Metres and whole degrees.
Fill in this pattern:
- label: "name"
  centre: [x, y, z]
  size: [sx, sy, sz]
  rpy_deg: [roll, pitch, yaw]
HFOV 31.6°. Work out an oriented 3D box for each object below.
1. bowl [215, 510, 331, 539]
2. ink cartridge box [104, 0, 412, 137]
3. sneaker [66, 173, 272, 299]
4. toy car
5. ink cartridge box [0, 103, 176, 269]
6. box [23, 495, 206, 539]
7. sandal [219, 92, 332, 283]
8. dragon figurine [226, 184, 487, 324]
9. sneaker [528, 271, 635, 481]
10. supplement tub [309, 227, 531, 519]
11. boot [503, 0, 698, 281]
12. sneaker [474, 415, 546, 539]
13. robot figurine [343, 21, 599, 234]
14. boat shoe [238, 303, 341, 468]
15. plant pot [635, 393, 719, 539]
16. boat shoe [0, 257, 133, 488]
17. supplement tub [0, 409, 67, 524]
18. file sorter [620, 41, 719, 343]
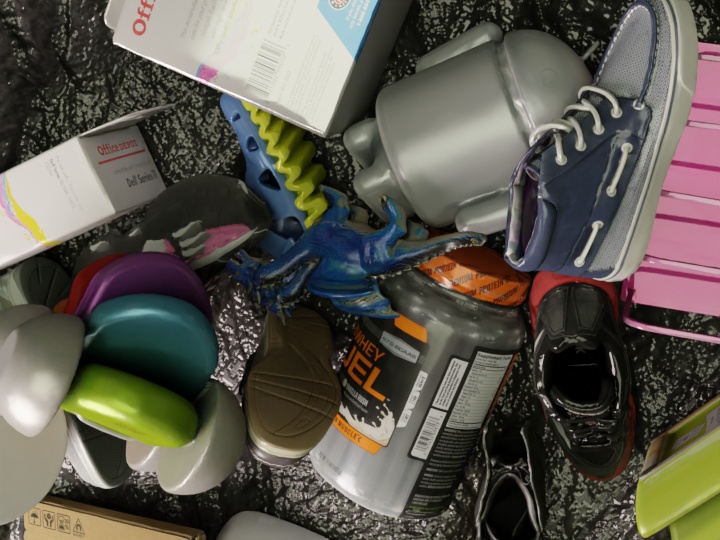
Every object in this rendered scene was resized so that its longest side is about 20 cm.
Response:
- label: "bowl"
  centre: [-0.063, 0.325, 1.073]
  size: [0.199, 0.075, 0.201]
  rpy_deg: [24, 104, 7]
- label: "ink cartridge box"
  centre: [-0.077, -0.201, 0.946]
  size: [0.199, 0.125, 0.129]
  rpy_deg: [26, 105, 7]
- label: "sneaker"
  centre: [-0.139, -0.010, 1.013]
  size: [0.199, 0.086, 0.081]
  rpy_deg: [-21, 56, 35]
- label: "toy car"
  centre: [-0.165, 0.058, 0.896]
  size: [0.175, 0.200, 0.150]
  rpy_deg: [28, 81, -24]
- label: "ink cartridge box"
  centre: [-0.234, -0.061, 1.013]
  size: [0.199, 0.117, 0.068]
  rpy_deg: [-23, 96, 17]
- label: "box"
  centre: [-0.211, 0.286, 1.084]
  size: [0.199, 0.021, 0.164]
  rpy_deg: [4, 99, 34]
- label: "sandal"
  centre: [-0.063, -0.050, 1.000]
  size: [0.087, 0.079, 0.201]
  rpy_deg: [-25, 93, 20]
- label: "dragon figurine"
  centre: [0.000, 0.000, 0.903]
  size: [0.199, 0.059, 0.100]
  rpy_deg: [14, 77, 31]
- label: "sneaker"
  centre: [0.165, 0.093, 0.940]
  size: [0.071, 0.098, 0.201]
  rpy_deg: [-7, 125, 11]
- label: "supplement tub"
  centre: [0.048, 0.077, 0.974]
  size: [0.122, 0.123, 0.201]
  rpy_deg: [24, 104, 7]
- label: "boot"
  centre: [0.156, -0.090, 0.839]
  size: [0.090, 0.073, 0.201]
  rpy_deg: [3, 104, -25]
- label: "sneaker"
  centre: [0.115, 0.201, 0.991]
  size: [0.060, 0.104, 0.201]
  rpy_deg: [4, 102, 11]
- label: "robot figurine"
  centre: [0.089, -0.104, 0.934]
  size: [0.199, 0.113, 0.170]
  rpy_deg: [-21, 64, 17]
- label: "boat shoe"
  centre: [-0.058, 0.094, 0.968]
  size: [0.072, 0.200, 0.065]
  rpy_deg: [17, 116, -11]
- label: "plant pot"
  centre: [0.310, 0.168, 0.898]
  size: [0.199, 0.200, 0.182]
  rpy_deg: [-38, 83, 17]
- label: "boat shoe"
  centre: [-0.251, 0.090, 1.074]
  size: [0.065, 0.074, 0.203]
  rpy_deg: [-23, 95, 36]
- label: "supplement tub"
  centre: [-0.337, 0.122, 1.018]
  size: [0.200, 0.145, 0.146]
  rpy_deg: [7, 105, 47]
- label: "file sorter"
  centre: [0.266, -0.054, 0.897]
  size: [0.138, 0.125, 0.201]
  rpy_deg: [9, 103, 11]
